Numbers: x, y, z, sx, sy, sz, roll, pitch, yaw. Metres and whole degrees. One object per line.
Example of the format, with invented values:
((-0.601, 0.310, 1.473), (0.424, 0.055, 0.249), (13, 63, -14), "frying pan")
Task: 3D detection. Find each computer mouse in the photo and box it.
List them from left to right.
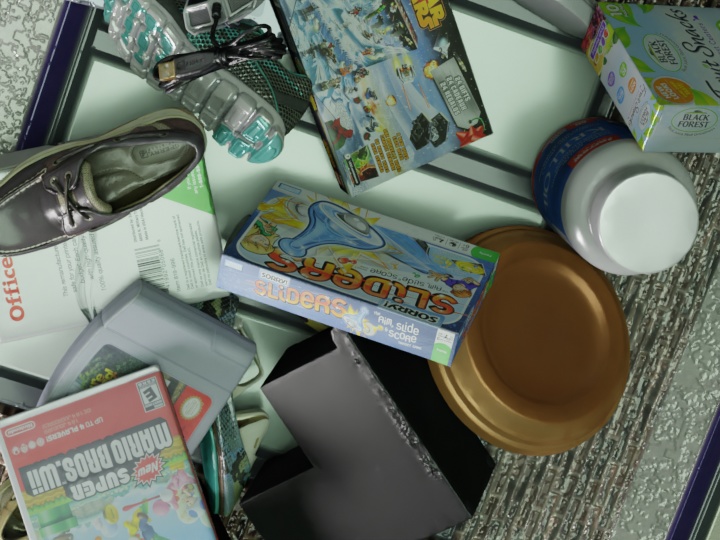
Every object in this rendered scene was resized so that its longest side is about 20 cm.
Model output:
((-0.098, -0.207, 1.581), (0.109, 0.200, 0.044), (-20, 125, 22), "computer mouse")

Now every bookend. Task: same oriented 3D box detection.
((-0.027, 0.145, 1.709), (0.200, 0.092, 0.199), (-29, 103, 26), "bookend")

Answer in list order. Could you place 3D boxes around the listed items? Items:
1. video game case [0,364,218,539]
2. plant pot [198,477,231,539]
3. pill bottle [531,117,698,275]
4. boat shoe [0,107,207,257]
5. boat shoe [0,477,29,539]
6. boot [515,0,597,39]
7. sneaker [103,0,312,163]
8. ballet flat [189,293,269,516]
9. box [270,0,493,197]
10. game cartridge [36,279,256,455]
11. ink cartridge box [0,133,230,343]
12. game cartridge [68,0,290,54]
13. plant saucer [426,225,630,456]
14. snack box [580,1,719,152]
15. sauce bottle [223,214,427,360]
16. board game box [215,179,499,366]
((-0.196, 0.192, 1.624), (0.143, 0.017, 0.201), (-19, 82, -1), "video game case")
((-0.181, 0.322, 1.720), (0.199, 0.177, 0.200), (-26, 103, -2), "plant pot")
((0.213, -0.059, 1.675), (0.112, 0.200, 0.113), (-2, 102, -7), "pill bottle")
((-0.213, -0.067, 1.601), (0.200, 0.065, 0.072), (-24, 104, -2), "boat shoe")
((-0.232, 0.161, 1.736), (0.200, 0.063, 0.073), (-37, 104, 2), "boat shoe")
((0.143, -0.283, 1.686), (0.200, 0.074, 0.096), (36, 80, -25), "boot")
((-0.122, -0.177, 1.645), (0.200, 0.078, 0.091), (45, 52, 0), "sneaker")
((-0.112, 0.112, 1.741), (0.074, 0.074, 0.201), (-11, 105, -5), "ballet flat")
((0.015, -0.179, 1.687), (0.137, 0.040, 0.200), (-24, 111, -10), "box")
((-0.192, 0.113, 1.676), (0.133, 0.041, 0.200), (29, 104, -15), "game cartridge")
((-0.220, -0.035, 1.684), (0.199, 0.083, 0.147), (-11, 104, -6), "ink cartridge box")
((-0.137, -0.265, 1.671), (0.199, 0.040, 0.134), (13, 104, -10), "game cartridge")
((0.148, 0.056, 1.726), (0.200, 0.037, 0.201), (8, 72, -25), "plant saucer")
((0.300, -0.158, 1.672), (0.199, 0.142, 0.053), (0, 131, -21), "snack box")
((-0.025, 0.023, 1.733), (0.200, 0.065, 0.065), (32, 97, -13), "sauce bottle")
((0.000, 0.000, 1.641), (0.199, 0.135, 0.035), (18, 123, 9), "board game box")
